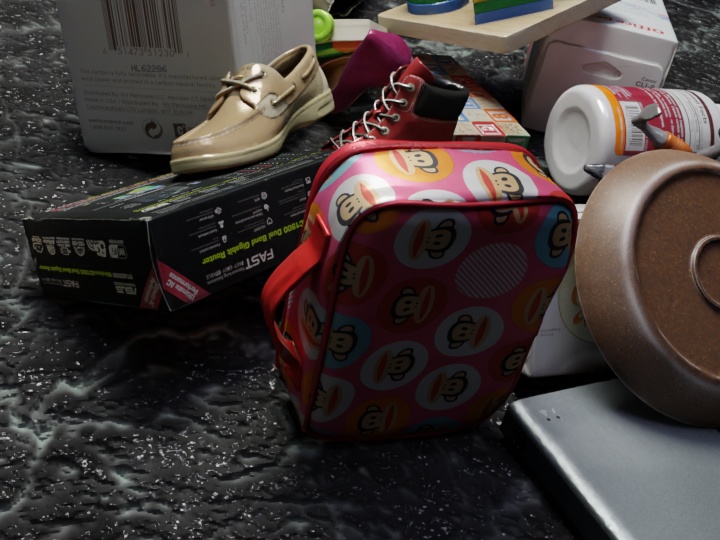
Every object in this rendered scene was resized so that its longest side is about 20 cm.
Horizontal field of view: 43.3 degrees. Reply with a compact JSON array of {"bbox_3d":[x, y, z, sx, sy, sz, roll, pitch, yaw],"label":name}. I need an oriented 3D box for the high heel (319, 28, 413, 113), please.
[{"bbox_3d":[-0.021,-0.210,0.931,0.200,0.068,0.096,20,-14,49],"label":"high heel"}]

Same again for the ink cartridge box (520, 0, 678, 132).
[{"bbox_3d":[0.282,-0.258,1.102,0.145,0.145,0.200,14,33,3],"label":"ink cartridge box"}]

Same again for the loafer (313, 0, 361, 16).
[{"bbox_3d":[-0.027,-0.384,1.263,0.070,0.075,0.200,35,42,11],"label":"loafer"}]

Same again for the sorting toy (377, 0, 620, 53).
[{"bbox_3d":[0.150,-0.314,0.995,0.198,0.070,0.200,-30,35,-29],"label":"sorting toy"}]

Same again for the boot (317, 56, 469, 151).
[{"bbox_3d":[-0.003,-0.122,0.804,0.199,0.145,0.073,-5,39,-24],"label":"boot"}]

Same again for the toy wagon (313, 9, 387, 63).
[{"bbox_3d":[-0.072,-0.247,1.013,0.199,0.040,0.155,-6,3,20],"label":"toy wagon"}]

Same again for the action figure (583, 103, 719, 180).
[{"bbox_3d":[0.320,-0.098,0.882,0.193,0.201,0.104,16,-13,-34],"label":"action figure"}]

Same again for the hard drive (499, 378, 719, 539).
[{"bbox_3d":[0.199,0.149,0.571,0.139,0.033,0.200,-7,38,-28],"label":"hard drive"}]

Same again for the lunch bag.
[{"bbox_3d":[0.024,0.019,0.554,0.175,0.201,0.082,-3,41,-23],"label":"lunch bag"}]

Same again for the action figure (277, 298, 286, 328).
[{"bbox_3d":[0.000,0.000,0.705,0.118,0.055,0.200,30,44,22],"label":"action figure"}]

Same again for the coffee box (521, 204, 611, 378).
[{"bbox_3d":[0.197,0.009,0.690,0.199,0.115,0.080,-2,11,-22],"label":"coffee box"}]

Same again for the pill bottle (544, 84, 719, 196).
[{"bbox_3d":[0.305,-0.135,0.957,0.199,0.113,0.113,-1,36,-21],"label":"pill bottle"}]

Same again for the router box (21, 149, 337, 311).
[{"bbox_3d":[-0.114,-0.035,0.657,0.149,0.062,0.200,5,21,42],"label":"router box"}]

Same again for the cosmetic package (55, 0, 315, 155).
[{"bbox_3d":[-0.150,-0.218,0.846,0.166,0.167,0.200,6,31,16],"label":"cosmetic package"}]

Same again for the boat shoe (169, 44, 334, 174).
[{"bbox_3d":[-0.089,-0.129,0.718,0.071,0.065,0.200,-2,24,27],"label":"boat shoe"}]

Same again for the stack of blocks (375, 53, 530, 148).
[{"bbox_3d":[0.080,-0.167,0.975,0.115,0.059,0.200,-3,36,-22],"label":"stack of blocks"}]

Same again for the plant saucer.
[{"bbox_3d":[0.242,0.006,0.629,0.199,0.034,0.201,6,74,-21],"label":"plant saucer"}]
